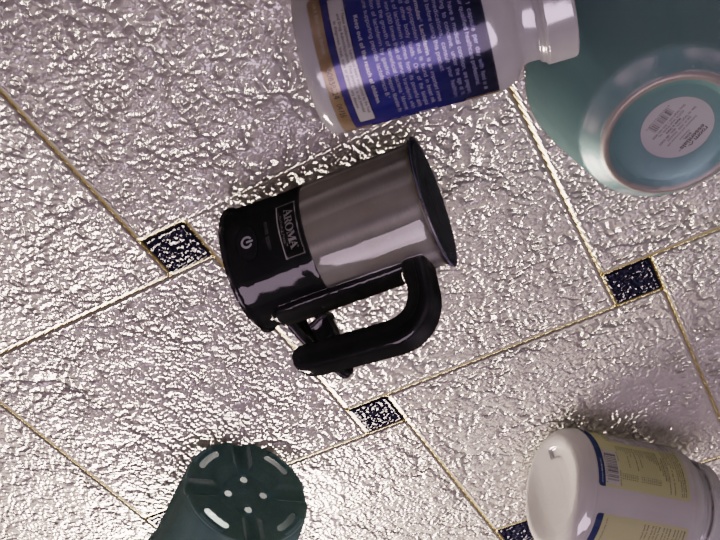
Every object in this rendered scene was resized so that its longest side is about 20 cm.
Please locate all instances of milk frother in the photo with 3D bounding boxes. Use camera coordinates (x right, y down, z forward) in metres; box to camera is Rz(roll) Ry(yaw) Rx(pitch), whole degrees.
[{"bbox_3d":[0.000,0.000,0.919,0.185,0.183,0.200,-18,175,14],"label":"milk frother"}]

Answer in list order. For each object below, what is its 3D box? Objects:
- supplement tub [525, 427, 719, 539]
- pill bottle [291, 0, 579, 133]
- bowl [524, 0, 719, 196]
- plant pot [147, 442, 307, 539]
[{"bbox_3d":[0.310,0.272,1.171,0.197,0.146,0.146,13,132,-16],"label":"supplement tub"},{"bbox_3d":[0.056,-0.181,0.743,0.197,0.117,0.117,-13,133,9],"label":"pill bottle"},{"bbox_3d":[0.238,-0.139,0.804,0.197,0.106,0.203,-1,134,-1],"label":"bowl"},{"bbox_3d":[-0.159,0.323,1.166,0.197,0.202,0.198,13,124,-16],"label":"plant pot"}]
